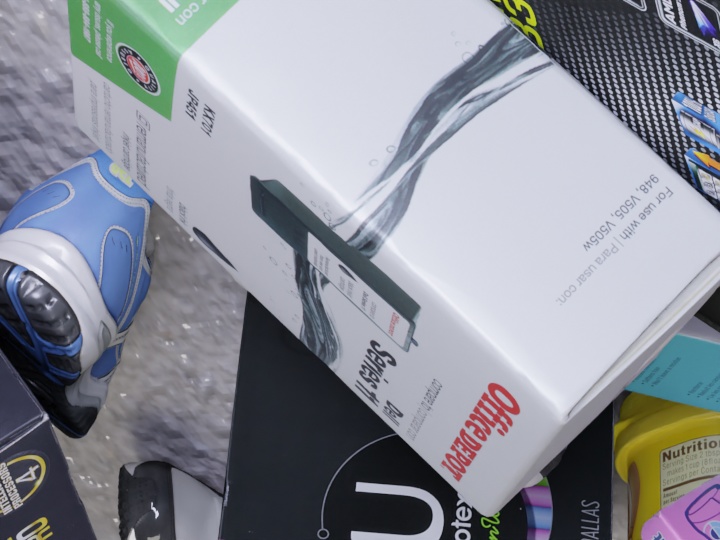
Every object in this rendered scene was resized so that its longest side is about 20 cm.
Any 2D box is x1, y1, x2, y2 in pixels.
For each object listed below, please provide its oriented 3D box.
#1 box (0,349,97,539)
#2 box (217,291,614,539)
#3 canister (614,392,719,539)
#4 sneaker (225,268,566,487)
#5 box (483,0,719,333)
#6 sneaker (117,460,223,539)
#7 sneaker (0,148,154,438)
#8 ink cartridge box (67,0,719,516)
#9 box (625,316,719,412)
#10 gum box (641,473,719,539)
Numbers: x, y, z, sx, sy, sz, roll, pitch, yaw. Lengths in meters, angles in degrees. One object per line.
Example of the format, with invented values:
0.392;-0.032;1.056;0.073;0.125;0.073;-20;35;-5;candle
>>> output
-0.169;0.037;0.875;0.049;0.200;0.161;-33;150;-14;box
0.021;0.093;0.912;0.148;0.200;0.124;5;146;-1;box
0.174;0.160;0.991;0.087;0.200;0.149;-25;136;36;canister
0.000;0.000;0.850;0.200;0.075;0.081;49;147;-2;sneaker
0.064;-0.074;0.699;0.193;0.048;0.200;34;162;32;box
-0.054;0.139;1.116;0.080;0.074;0.200;-12;151;17;sneaker
-0.115;0.011;0.921;0.076;0.077;0.200;37;161;-4;sneaker
0.007;-0.029;0.721;0.200;0.083;0.147;43;163;8;ink cartridge box
0.176;0.017;0.885;0.200;0.082;0.049;14;146;-12;box
0.202;0.116;0.910;0.200;0.114;0.066;-25;159;-30;gum box
